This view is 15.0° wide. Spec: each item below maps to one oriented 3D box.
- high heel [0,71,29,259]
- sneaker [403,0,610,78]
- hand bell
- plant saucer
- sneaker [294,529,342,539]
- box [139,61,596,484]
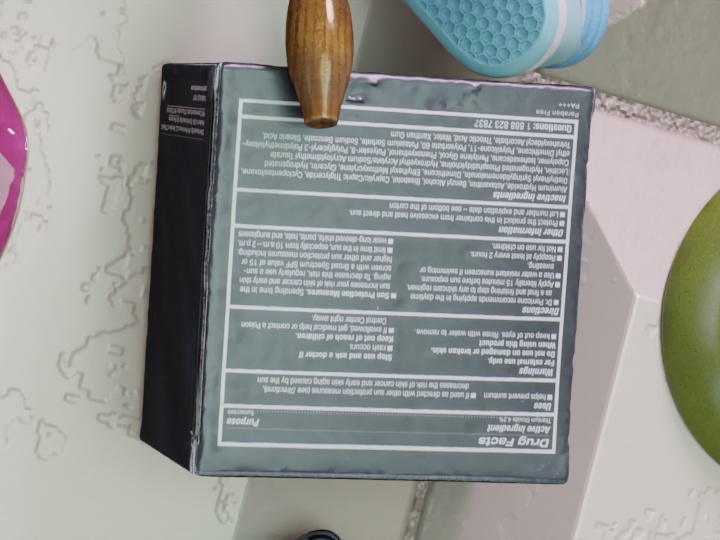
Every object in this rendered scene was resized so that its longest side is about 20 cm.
[{"bbox_3d":[-0.210,-0.091,1.320,0.096,0.067,0.201,6,88,-29],"label":"high heel"},{"bbox_3d":[0.050,-0.176,1.411,0.079,0.130,0.200,-41,72,21],"label":"sneaker"},{"bbox_3d":[-0.019,-0.165,1.301,0.104,0.104,0.201,3,74,-19],"label":"hand bell"},{"bbox_3d":[0.263,0.030,1.521,0.199,0.031,0.201,-2,96,-19],"label":"plant saucer"},{"bbox_3d":[-0.021,0.239,1.431,0.087,0.074,0.201,-18,93,0],"label":"sneaker"},{"bbox_3d":[0.000,0.000,1.377,0.199,0.123,0.199,3,93,-18],"label":"box"}]
